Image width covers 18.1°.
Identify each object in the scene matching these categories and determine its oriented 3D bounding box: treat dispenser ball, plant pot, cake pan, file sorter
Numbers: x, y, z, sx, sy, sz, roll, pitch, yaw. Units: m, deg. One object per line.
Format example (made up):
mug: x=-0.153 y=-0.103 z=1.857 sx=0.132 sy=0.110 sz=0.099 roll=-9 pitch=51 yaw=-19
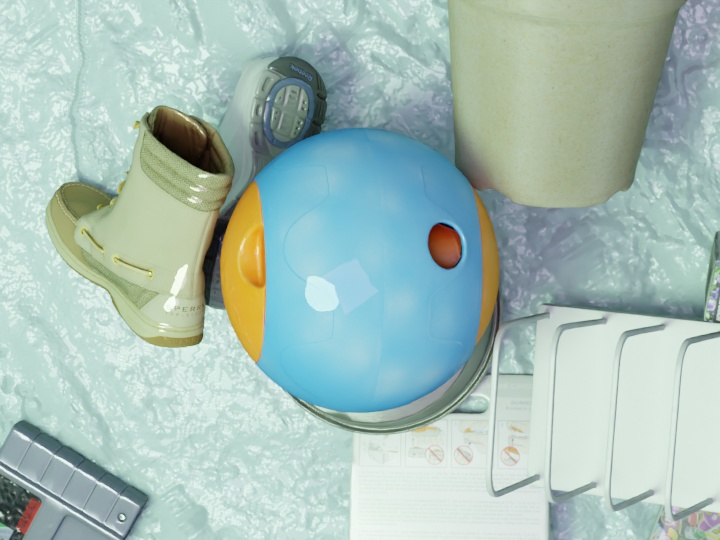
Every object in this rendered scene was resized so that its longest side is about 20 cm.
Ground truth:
treat dispenser ball: x=0.000 y=0.000 z=1.610 sx=0.199 sy=0.201 sz=0.203 roll=2 pitch=103 yaw=9
plant pot: x=0.140 y=-0.153 z=1.617 sx=0.198 sy=0.201 sz=0.185 roll=7 pitch=115 yaw=8
cake pan: x=0.009 y=0.030 z=1.735 sx=0.198 sy=0.037 sz=0.202 roll=1 pitch=97 yaw=10
file sorter: x=0.199 y=0.106 z=1.638 sx=0.198 sy=0.124 sz=0.140 roll=6 pitch=95 yaw=25

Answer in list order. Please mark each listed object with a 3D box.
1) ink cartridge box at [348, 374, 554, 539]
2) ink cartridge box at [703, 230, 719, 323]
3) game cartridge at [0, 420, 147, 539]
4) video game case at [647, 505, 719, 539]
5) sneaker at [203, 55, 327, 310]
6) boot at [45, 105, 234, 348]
ink cartridge box: x=0.072 y=0.182 z=1.774 sx=0.158 sy=0.047 sz=0.202 roll=0 pitch=86 yaw=10
ink cartridge box: x=0.351 y=0.020 z=1.647 sx=0.198 sy=0.109 sz=0.051 roll=11 pitch=104 yaw=7
game cartridge: x=-0.274 y=0.236 z=1.841 sx=0.129 sy=0.038 sz=0.201 roll=29 pitch=105 yaw=-2
video game case: x=0.309 y=0.174 z=1.736 sx=0.142 sy=0.018 sz=0.202 roll=20 pitch=105 yaw=5
sneaker: x=-0.081 y=-0.068 z=1.714 sx=0.074 sy=0.087 sz=0.202 roll=15 pitch=99 yaw=-26
boot: x=-0.164 y=-0.056 z=1.681 sx=0.072 sy=0.200 sz=0.157 roll=-5 pitch=123 yaw=-33
